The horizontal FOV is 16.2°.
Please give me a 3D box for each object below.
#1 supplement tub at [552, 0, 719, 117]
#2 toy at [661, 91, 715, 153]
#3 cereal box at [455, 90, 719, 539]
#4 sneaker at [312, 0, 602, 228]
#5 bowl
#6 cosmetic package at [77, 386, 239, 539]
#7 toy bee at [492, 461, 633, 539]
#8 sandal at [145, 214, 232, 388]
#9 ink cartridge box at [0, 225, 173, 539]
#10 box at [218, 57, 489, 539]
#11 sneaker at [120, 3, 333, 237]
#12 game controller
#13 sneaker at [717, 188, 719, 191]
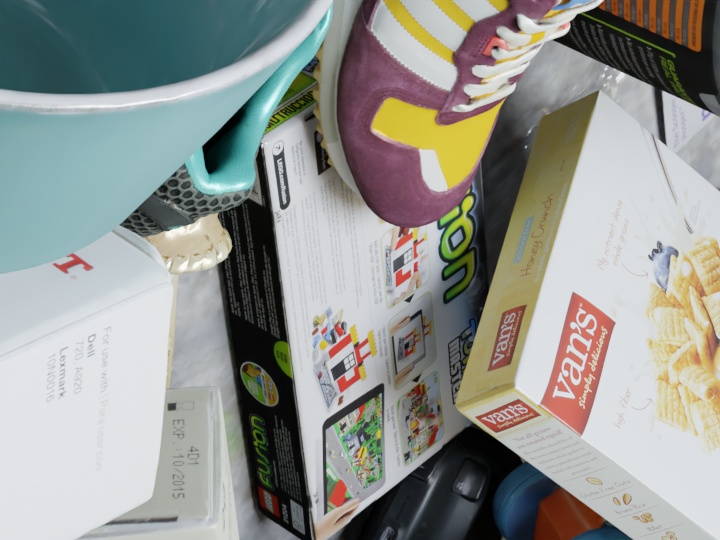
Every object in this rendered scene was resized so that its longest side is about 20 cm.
[{"bbox_3d":[0.120,-0.123,0.884,0.122,0.200,0.123,-31,136,-36],"label":"supplement tub"},{"bbox_3d":[0.209,-0.142,1.115,0.200,0.047,0.115,-42,139,-26],"label":"toy"},{"bbox_3d":[0.133,0.043,0.989,0.200,0.039,0.144,37,53,-27],"label":"cereal box"},{"bbox_3d":[0.041,-0.089,0.835,0.075,0.090,0.200,-38,142,-40],"label":"sneaker"},{"bbox_3d":[-0.112,-0.076,0.660,0.201,0.201,0.105,-25,151,-40],"label":"bowl"},{"bbox_3d":[-0.088,0.140,0.877,0.105,0.071,0.200,-5,128,1],"label":"cosmetic package"},{"bbox_3d":[0.116,0.104,1.047,0.108,0.131,0.200,-17,152,-12],"label":"toy bee"},{"bbox_3d":[-0.069,-0.008,0.839,0.078,0.070,0.212,-26,132,-40],"label":"sandal"},{"bbox_3d":[-0.169,0.035,0.676,0.200,0.146,0.085,-25,134,-40],"label":"ink cartridge box"},{"bbox_3d":[0.000,0.000,0.962,0.110,0.035,0.200,-36,138,-32],"label":"box"},{"bbox_3d":[-0.036,-0.094,0.769,0.077,0.091,0.201,28,71,-35],"label":"sneaker"},{"bbox_3d":[0.009,0.160,1.091,0.200,0.042,0.104,-62,159,2],"label":"game controller"},{"bbox_3d":[0.129,0.023,1.111,0.200,0.070,0.109,-4,115,-54],"label":"sneaker"}]
